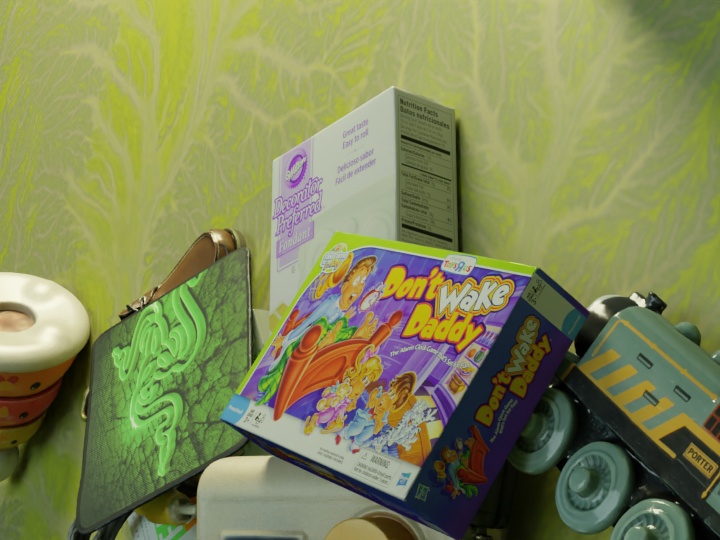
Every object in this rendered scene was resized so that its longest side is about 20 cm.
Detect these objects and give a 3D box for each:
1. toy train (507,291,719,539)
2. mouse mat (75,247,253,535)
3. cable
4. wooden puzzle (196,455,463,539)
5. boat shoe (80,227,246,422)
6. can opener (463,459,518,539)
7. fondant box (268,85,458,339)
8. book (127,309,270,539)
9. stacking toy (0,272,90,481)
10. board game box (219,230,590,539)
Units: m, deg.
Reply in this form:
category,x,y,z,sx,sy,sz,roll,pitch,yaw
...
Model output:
category,x,y,z,sx,sy,sz,roll,pitch,yaw
toy train,0.151,0.089,0.748,0.114,0.085,0.200,-53,35,8
mouse mat,-0.140,0.083,1.104,0.160,0.008,0.201,-31,37,21
cable,-0.173,0.158,1.135,0.199,0.050,0.098,-28,59,41
wooden puzzle,-0.028,0.203,0.859,0.184,0.046,0.202,-6,76,34
boat shoe,-0.156,0.052,1.212,0.201,0.068,0.072,-63,34,16
can opener,0.083,0.132,0.867,0.066,0.053,0.202,8,83,24
fondant box,0.000,0.000,1.015,0.144,0.058,0.202,-26,56,48
book,-0.105,0.140,1.132,0.200,0.048,0.134,-44,48,35
stacking toy,-0.331,0.116,1.426,0.146,0.145,0.201,-126,39,-49
board game box,0.017,0.054,0.837,0.200,0.045,0.135,12,67,58
